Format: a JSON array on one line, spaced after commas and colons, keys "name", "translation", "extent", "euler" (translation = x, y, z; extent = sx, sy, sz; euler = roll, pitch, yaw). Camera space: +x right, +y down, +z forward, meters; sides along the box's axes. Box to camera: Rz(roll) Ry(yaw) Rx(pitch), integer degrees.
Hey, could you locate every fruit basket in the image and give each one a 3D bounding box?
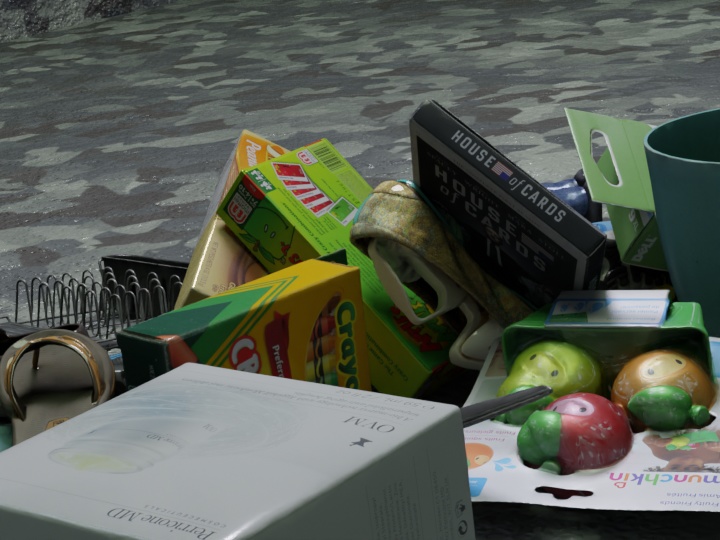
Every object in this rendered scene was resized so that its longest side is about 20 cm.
[{"name": "fruit basket", "translation": [0.144, 0.083, 1.101], "extent": [0.184, 0.094, 0.200], "euler": [0, 20, 21]}]

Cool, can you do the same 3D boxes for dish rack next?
[{"name": "dish rack", "translation": [-0.209, 0.030, 1.467], "extent": [0.153, 0.055, 0.200], "euler": [6, 11, 38]}]

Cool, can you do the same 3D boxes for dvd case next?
[{"name": "dvd case", "translation": [0.098, -0.024, 1.225], "extent": [0.150, 0.200, 0.025], "euler": [39, 77, 17]}]

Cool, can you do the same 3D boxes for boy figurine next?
[{"name": "boy figurine", "translation": [0.117, -0.049, 1.627], "extent": [0.199, 0.065, 0.124], "euler": [-9, 16, -6]}]

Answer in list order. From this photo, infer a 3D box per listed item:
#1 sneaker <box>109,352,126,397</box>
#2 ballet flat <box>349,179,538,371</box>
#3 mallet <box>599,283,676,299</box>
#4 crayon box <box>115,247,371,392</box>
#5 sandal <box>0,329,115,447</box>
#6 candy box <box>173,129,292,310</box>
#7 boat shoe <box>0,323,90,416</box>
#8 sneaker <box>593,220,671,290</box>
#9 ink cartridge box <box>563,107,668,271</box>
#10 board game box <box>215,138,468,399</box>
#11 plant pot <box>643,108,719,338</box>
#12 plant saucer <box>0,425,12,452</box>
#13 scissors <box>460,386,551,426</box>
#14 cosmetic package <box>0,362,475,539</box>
[{"name": "sneaker", "translation": [-0.120, 0.076, 1.266], "extent": [0.199, 0.074, 0.082], "euler": [-4, 16, 9]}, {"name": "ballet flat", "translation": [0.069, 0.026, 1.244], "extent": [0.071, 0.200, 0.071], "euler": [-44, 3, 2]}, {"name": "mallet", "translation": [0.237, 0.020, 1.391], "extent": [0.199, 0.041, 0.066], "euler": [-9, 16, -24]}, {"name": "crayon box", "translation": [-0.057, 0.071, 1.159], "extent": [0.051, 0.128, 0.200], "euler": [9, 23, 43]}, {"name": "sandal", "translation": [-0.204, 0.076, 1.173], "extent": [0.081, 0.055, 0.200], "euler": [-17, 23, -1]}, {"name": "candy box", "translation": [-0.064, -0.009, 1.354], "extent": [0.115, 0.055, 0.200], "euler": [25, 38, -10]}, {"name": "boat shoe", "translation": [-0.286, 0.071, 1.352], "extent": [0.199, 0.074, 0.075], "euler": [-5, 16, 5]}, {"name": "sneaker", "translation": [0.173, 0.000, 1.452], "extent": [0.199, 0.079, 0.090], "euler": [-7, 0, -25]}, {"name": "ink cartridge box", "translation": [0.244, -0.054, 1.401], "extent": [0.199, 0.059, 0.104], "euler": [9, 47, -21]}, {"name": "board game box", "translation": [0.000, 0.000, 1.307], "extent": [0.200, 0.048, 0.101], "euler": [47, 39, 14]}, {"name": "plant pot", "translation": [0.304, -0.021, 1.269], "extent": [0.199, 0.162, 0.201], "euler": [-7, 16, 2]}, {"name": "plant saucer", "translation": [-0.250, 0.141, 1.161], "extent": [0.199, 0.036, 0.200], "euler": [-7, 16, 2]}, {"name": "scissors", "translation": [0.035, 0.100, 1.073], "extent": [0.073, 0.014, 0.200], "euler": [-45, 19, -29]}, {"name": "cosmetic package", "translation": [-0.078, 0.143, 0.928], "extent": [0.199, 0.124, 0.200], "euler": [6, 21, 38]}]
